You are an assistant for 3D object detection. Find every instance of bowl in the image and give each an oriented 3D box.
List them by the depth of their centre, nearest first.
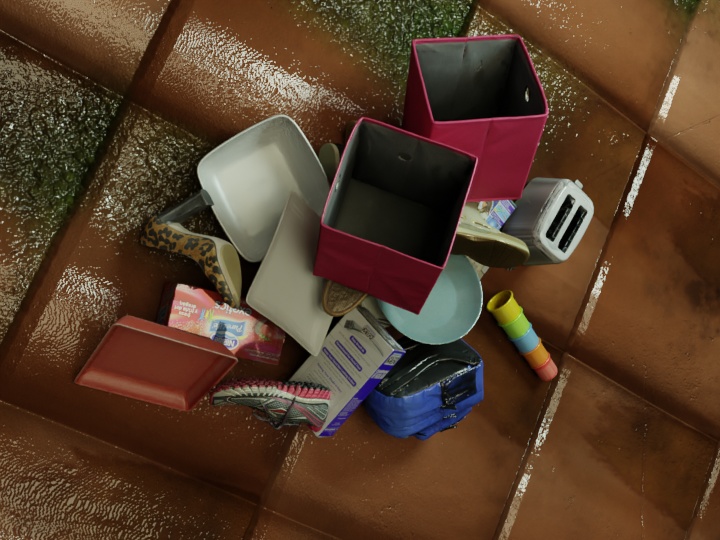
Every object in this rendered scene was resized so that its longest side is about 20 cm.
[{"bbox_3d":[-0.160,-0.136,1.411,0.198,0.074,0.202,-32,102,-15],"label":"bowl"}]

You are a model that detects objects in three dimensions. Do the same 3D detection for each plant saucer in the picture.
[{"bbox_3d":[-0.316,0.142,1.304,0.197,0.200,0.037,19,49,-26],"label":"plant saucer"},{"bbox_3d":[0.114,0.038,1.465,0.197,0.039,0.204,6,65,-12],"label":"plant saucer"}]

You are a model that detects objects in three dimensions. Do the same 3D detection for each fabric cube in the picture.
[{"bbox_3d":[0.048,-0.081,1.314,0.197,0.200,0.199,19,68,1],"label":"fabric cube"},{"bbox_3d":[0.185,-0.255,1.440,0.196,0.201,0.199,-5,54,-7],"label":"fabric cube"}]

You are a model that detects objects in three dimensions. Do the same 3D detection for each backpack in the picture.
[{"bbox_3d":[0.104,0.214,1.500,0.197,0.162,0.171,-19,119,-25],"label":"backpack"}]

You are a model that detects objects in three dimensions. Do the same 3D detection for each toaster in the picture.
[{"bbox_3d":[0.358,-0.089,1.628,0.113,0.129,0.201,38,76,-20],"label":"toaster"}]

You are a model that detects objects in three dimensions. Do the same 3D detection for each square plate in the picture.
[{"bbox_3d":[-0.098,0.008,1.372,0.200,0.028,0.201,44,60,-45],"label":"square plate"}]

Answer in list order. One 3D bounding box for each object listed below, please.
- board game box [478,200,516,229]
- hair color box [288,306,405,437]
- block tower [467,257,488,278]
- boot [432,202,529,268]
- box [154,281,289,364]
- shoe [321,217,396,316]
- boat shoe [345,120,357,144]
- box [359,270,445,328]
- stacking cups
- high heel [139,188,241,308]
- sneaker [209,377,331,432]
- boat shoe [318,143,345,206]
[{"bbox_3d":[0.193,-0.143,1.601,0.200,0.034,0.136,47,72,-19],"label":"board game box"},{"bbox_3d":[-0.030,0.171,1.424,0.201,0.109,0.065,-49,155,11],"label":"hair color box"},{"bbox_3d":[0.157,-0.048,1.577,0.200,0.058,0.054,45,75,-20],"label":"block tower"},{"bbox_3d":[0.207,-0.092,1.508,0.197,0.072,0.156,14,49,-11],"label":"boot"},{"bbox_3d":[-0.227,0.086,1.377,0.197,0.099,0.097,15,85,-25],"label":"box"},{"bbox_3d":[0.000,0.000,1.414,0.069,0.054,0.201,32,67,5],"label":"shoe"},{"bbox_3d":[0.028,-0.176,1.509,0.069,0.071,0.203,-23,109,-24],"label":"boat shoe"},{"bbox_3d":[0.079,0.045,1.529,0.198,0.082,0.069,-22,100,-21],"label":"box"},{"bbox_3d":[0.325,0.130,1.662,0.061,0.060,0.201,-45,112,-17],"label":"stacking cups"},{"bbox_3d":[-0.268,-0.010,1.331,0.141,0.071,0.203,-27,75,17],"label":"high heel"},{"bbox_3d":[-0.143,0.214,1.345,0.196,0.081,0.076,8,89,-16],"label":"sneaker"},{"bbox_3d":[-0.039,-0.118,1.473,0.062,0.073,0.205,-1,98,-39],"label":"boat shoe"}]
